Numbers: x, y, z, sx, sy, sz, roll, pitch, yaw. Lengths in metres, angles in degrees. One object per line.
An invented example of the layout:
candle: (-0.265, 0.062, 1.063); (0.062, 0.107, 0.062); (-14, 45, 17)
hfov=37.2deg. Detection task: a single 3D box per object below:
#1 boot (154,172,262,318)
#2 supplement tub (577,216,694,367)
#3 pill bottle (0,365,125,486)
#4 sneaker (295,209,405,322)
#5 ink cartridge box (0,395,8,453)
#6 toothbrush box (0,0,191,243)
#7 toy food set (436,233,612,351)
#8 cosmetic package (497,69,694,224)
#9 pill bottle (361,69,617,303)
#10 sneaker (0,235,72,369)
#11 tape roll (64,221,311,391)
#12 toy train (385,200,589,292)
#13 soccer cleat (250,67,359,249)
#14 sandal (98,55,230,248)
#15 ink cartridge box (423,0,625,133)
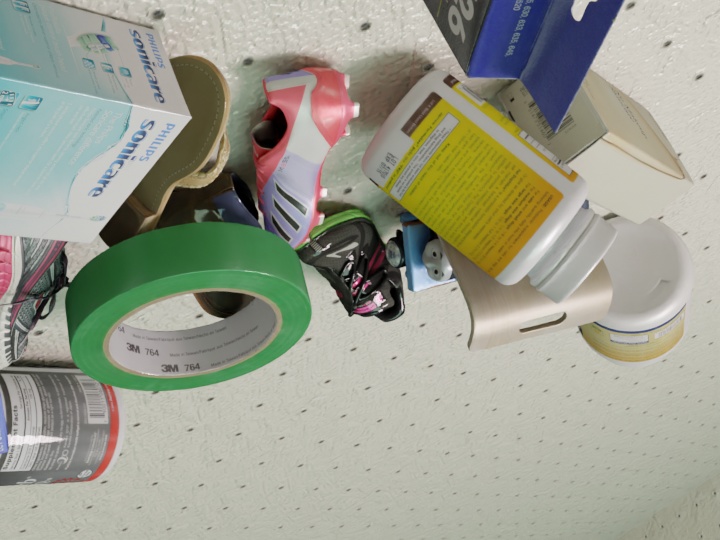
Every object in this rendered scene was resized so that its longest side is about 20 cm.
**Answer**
boot: (-0.113, -0.018, 0.946); (0.097, 0.075, 0.200); (-26, 152, 12)
supplement tub: (0.334, 0.033, 1.320); (0.144, 0.144, 0.200); (-25, 154, 4)
pill bottle: (-0.339, 0.149, 1.032); (0.200, 0.116, 0.116); (8, 140, -46)
sneaker: (0.000, 0.000, 1.058); (0.077, 0.084, 0.200); (-32, 153, 16)
ink cartridge box: (-0.298, 0.058, 0.796); (0.042, 0.200, 0.119); (-12, 152, -20)
toothbrush box: (-0.235, -0.098, 0.683); (0.200, 0.085, 0.146); (6, 141, -44)
toy food set: (0.124, -0.032, 0.964); (0.143, 0.200, 0.060); (-11, 155, -22)
cosmetic package: (0.222, -0.119, 0.991); (0.073, 0.104, 0.200); (-38, 151, 27)
pill bottle: (0.107, -0.064, 0.873); (0.109, 0.200, 0.109); (-51, 177, -4)
sneaker: (-0.273, 0.014, 0.870); (0.075, 0.081, 0.200); (-10, 151, -29)
tape roll: (-0.142, 0.035, 0.894); (0.200, 0.048, 0.200); (-12, 150, -7)
toy train: (0.126, -0.032, 1.052); (0.200, 0.087, 0.114); (-13, -164, -25)
soccer cleat: (-0.061, -0.087, 0.873); (0.076, 0.067, 0.200); (-2, 146, -22)
sandal: (-0.135, -0.094, 0.810); (0.070, 0.078, 0.212); (-27, 166, -46)
ink cartridge box: (0.077, -0.208, 0.595); (0.047, 0.200, 0.198); (-15, 153, -18)
